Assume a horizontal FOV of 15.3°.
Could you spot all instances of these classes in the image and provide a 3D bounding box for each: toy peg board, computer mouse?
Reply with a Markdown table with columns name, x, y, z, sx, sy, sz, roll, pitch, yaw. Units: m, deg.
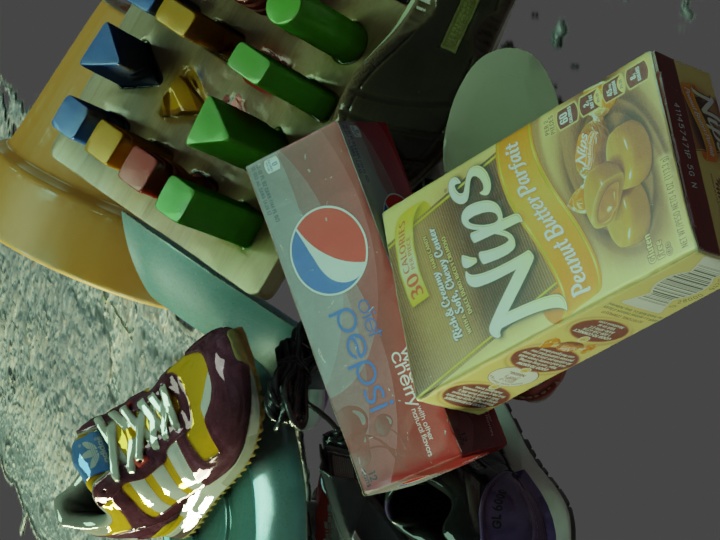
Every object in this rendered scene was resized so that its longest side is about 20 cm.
| name | x | y | z | sx | sy | sz | roll | pitch | yaw |
| --- | --- | --- | --- | --- | --- | --- | --- | --- | --- |
| toy peg board | -0.099 | -0.122 | 1.654 | 0.199 | 0.098 | 0.201 | 34 | 95 | 32 |
| computer mouse | -0.001 | 0.126 | 1.624 | 0.046 | 0.200 | 0.141 | -33 | 18 | 17 |

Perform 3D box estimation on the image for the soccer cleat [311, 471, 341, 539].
| name | x | y | z | sx | sy | sz | roll | pitch | yaw |
| --- | --- | --- | --- | --- | --- | --- | --- | --- | --- |
| soccer cleat | 0.022 | 0.199 | 1.669 | 0.085 | 0.068 | 0.201 | -35 | 60 | 51 |

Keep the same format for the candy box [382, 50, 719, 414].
| name | x | y | z | sx | sy | sz | roll | pitch | yaw |
| --- | --- | --- | --- | --- | --- | --- | --- | --- | --- |
| candy box | 0.106 | -0.016 | 1.410 | 0.200 | 0.055 | 0.116 | -30 | 58 | 36 |

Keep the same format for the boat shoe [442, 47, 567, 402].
| name | x | y | z | sx | sy | sz | roll | pitch | yaw |
| --- | --- | --- | --- | --- | --- | --- | --- | --- | --- |
| boat shoe | 0.089 | -0.025 | 1.526 | 0.063 | 0.071 | 0.201 | 37 | -133 | -71 |

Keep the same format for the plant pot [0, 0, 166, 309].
| name | x | y | z | sx | sy | sz | roll | pitch | yaw |
| --- | --- | --- | --- | --- | --- | --- | --- | --- | --- |
| plant pot | -0.166 | -0.093 | 1.985 | 0.184 | 0.199 | 0.200 | -67 | 28 | 9 |

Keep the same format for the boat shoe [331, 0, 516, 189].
| name | x | y | z | sx | sy | sz | roll | pitch | yaw |
| --- | --- | --- | --- | --- | --- | --- | --- | --- | --- |
| boat shoe | 0.044 | -0.122 | 1.586 | 0.201 | 0.071 | 0.076 | -57 | 0 | -2 |

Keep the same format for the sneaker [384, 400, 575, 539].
| name | x | y | z | sx | sy | sz | roll | pitch | yaw |
| --- | --- | --- | --- | --- | --- | --- | --- | --- | --- |
| sneaker | 0.049 | 0.115 | 1.576 | 0.200 | 0.087 | 0.076 | -130 | 46 | -57 |

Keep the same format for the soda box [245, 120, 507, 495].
| name | x | y | z | sx | sy | sz | roll | pitch | yaw |
| --- | --- | --- | --- | --- | --- | --- | --- | --- | --- |
| soda box | 0.009 | 0.019 | 1.505 | 0.070 | 0.063 | 0.201 | -24 | 81 | 26 |

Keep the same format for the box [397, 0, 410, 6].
| name | x | y | z | sx | sy | sz | roll | pitch | yaw |
| --- | --- | --- | --- | --- | --- | --- | --- | --- | --- |
| box | 0.002 | -0.135 | 1.748 | 0.200 | 0.050 | 0.076 | 116 | 147 | -43 |

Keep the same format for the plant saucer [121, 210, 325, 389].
| name | x | y | z | sx | sy | sz | roll | pitch | yaw |
| --- | --- | --- | --- | --- | --- | --- | --- | --- | --- |
| plant saucer | -0.081 | 0.030 | 1.751 | 0.039 | 0.201 | 0.201 | -57 | 27 | 0 |

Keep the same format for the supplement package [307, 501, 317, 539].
| name | x | y | z | sx | sy | sz | roll | pitch | yaw |
| --- | --- | --- | --- | --- | --- | --- | --- | --- | --- |
| supplement package | -0.057 | 0.255 | 1.783 | 0.200 | 0.110 | 0.157 | 137 | 130 | -59 |

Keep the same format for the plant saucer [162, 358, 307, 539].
| name | x | y | z | sx | sy | sz | roll | pitch | yaw |
| --- | --- | --- | --- | --- | --- | --- | --- | --- | --- |
| plant saucer | -0.085 | 0.153 | 1.679 | 0.200 | 0.027 | 0.202 | 180 | 90 | -65 |

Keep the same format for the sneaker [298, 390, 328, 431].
| name | x | y | z | sx | sy | sz | roll | pitch | yaw |
| --- | --- | --- | --- | --- | --- | --- | --- | --- | --- |
| sneaker | -0.094 | 0.108 | 1.894 | 0.200 | 0.099 | 0.075 | 122 | 140 | -51 |

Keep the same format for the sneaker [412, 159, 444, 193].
| name | x | y | z | sx | sy | sz | roll | pitch | yaw |
| --- | --- | --- | --- | --- | --- | --- | --- | --- | --- |
| sneaker | 0.028 | -0.065 | 1.654 | 0.200 | 0.070 | 0.074 | -162 | 75 | -65 |

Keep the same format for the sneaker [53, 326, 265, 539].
| name | x | y | z | sx | sy | sz | roll | pitch | yaw |
| --- | --- | --- | --- | --- | --- | --- | --- | --- | --- |
| sneaker | -0.124 | 0.105 | 1.624 | 0.200 | 0.090 | 0.075 | 118 | 142 | -46 |
